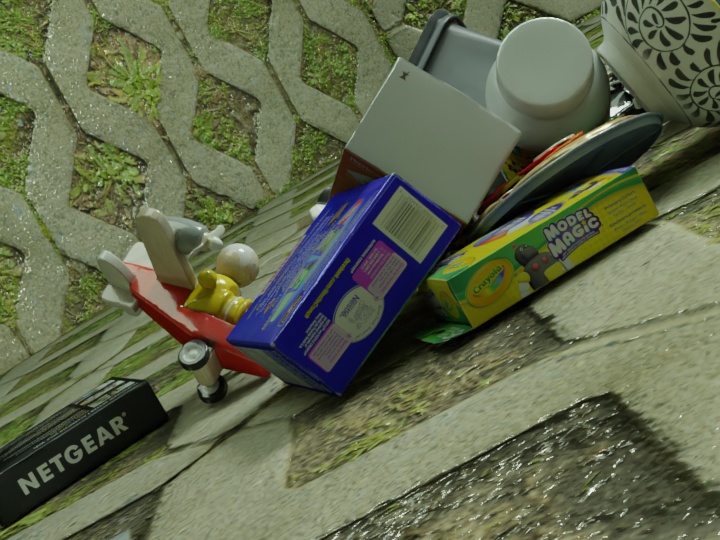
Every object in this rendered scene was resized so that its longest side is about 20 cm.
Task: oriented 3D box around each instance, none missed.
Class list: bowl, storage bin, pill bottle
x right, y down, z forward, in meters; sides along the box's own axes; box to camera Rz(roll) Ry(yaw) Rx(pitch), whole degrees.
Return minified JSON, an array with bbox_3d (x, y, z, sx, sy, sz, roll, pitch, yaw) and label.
[{"bbox_3d":[0.269,-0.190,1.202,0.094,0.201,0.201,-40,5,12],"label":"bowl"},{"bbox_3d":[0.125,-0.169,1.555,0.133,0.146,0.201,21,78,32],"label":"storage bin"},{"bbox_3d":[0.172,-0.146,1.257,0.112,0.113,0.200,-30,-20,0],"label":"pill bottle"}]

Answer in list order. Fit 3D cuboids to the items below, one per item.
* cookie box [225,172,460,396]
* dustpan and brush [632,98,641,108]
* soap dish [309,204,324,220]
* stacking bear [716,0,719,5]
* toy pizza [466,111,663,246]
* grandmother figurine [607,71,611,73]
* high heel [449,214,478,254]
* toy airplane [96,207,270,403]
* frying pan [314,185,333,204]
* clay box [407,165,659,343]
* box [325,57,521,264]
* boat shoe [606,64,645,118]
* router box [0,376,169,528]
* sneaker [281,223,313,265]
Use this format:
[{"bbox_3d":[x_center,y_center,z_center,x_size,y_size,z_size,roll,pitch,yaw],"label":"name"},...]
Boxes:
[{"bbox_3d":[-0.020,0.013,1.156,0.172,0.075,0.200,-54,12,-10],"label":"cookie box"},{"bbox_3d":[0.364,-0.201,1.435,0.138,0.058,0.200,-14,20,23],"label":"dustpan and brush"},{"bbox_3d":[0.032,-0.084,1.761,0.199,0.082,0.157,-30,7,-1],"label":"soap dish"},{"bbox_3d":[0.392,-0.290,1.502,0.199,0.113,0.123,8,80,59],"label":"stacking bear"},{"bbox_3d":[0.171,-0.081,1.183,0.199,0.032,0.200,-31,-12,-8],"label":"toy pizza"},{"bbox_3d":[0.254,-0.164,1.552,0.121,0.061,0.200,-10,23,49],"label":"grandmother figurine"},{"bbox_3d":[0.112,-0.049,1.440,0.141,0.072,0.199,10,11,31],"label":"high heel"},{"bbox_3d":[-0.165,0.022,1.382,0.141,0.200,0.200,-42,10,-17],"label":"toy airplane"},{"bbox_3d":[0.043,-0.076,1.519,0.188,0.031,0.115,1,3,-12],"label":"frying pan"},{"bbox_3d":[0.123,-0.011,1.081,0.199,0.048,0.115,-30,5,-10],"label":"clay box"},{"bbox_3d":[0.051,-0.088,1.238,0.098,0.124,0.200,-59,-2,-14],"label":"box"},{"bbox_3d":[0.289,-0.190,1.472,0.198,0.069,0.073,-29,40,-31],"label":"boat shoe"},{"bbox_3d":[-0.310,0.183,1.427,0.199,0.051,0.149,-33,10,-22],"label":"router box"},{"bbox_3d":[-0.060,0.024,1.523,0.118,0.073,0.201,-52,8,35],"label":"sneaker"}]
